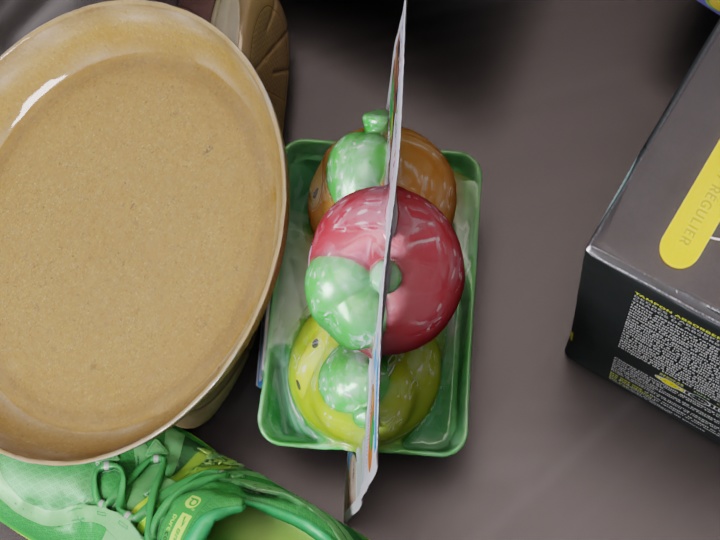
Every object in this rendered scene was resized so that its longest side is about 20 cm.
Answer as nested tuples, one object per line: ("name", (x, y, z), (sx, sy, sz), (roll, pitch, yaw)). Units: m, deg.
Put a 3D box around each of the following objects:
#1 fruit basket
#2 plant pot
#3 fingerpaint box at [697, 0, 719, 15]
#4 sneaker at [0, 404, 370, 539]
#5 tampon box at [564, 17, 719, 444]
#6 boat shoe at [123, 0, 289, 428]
("fruit basket", (0.000, 0.000, 0.772), (0.094, 0.200, 0.186), (3, 77, 3))
("plant pot", (-0.109, -0.015, 0.812), (0.200, 0.027, 0.200), (-9, 72, 30))
("fingerpaint box", (0.245, -0.166, 0.772), (0.200, 0.073, 0.167), (21, 88, 51))
("sneaker", (-0.074, 0.102, 0.812), (0.200, 0.084, 0.074), (20, 79, 9))
("tampon box", (0.172, -0.017, 0.765), (0.126, 0.200, 0.150), (29, 79, 10))
("boat shoe", (-0.078, -0.031, 0.856), (0.065, 0.072, 0.200), (5, 82, 25))
